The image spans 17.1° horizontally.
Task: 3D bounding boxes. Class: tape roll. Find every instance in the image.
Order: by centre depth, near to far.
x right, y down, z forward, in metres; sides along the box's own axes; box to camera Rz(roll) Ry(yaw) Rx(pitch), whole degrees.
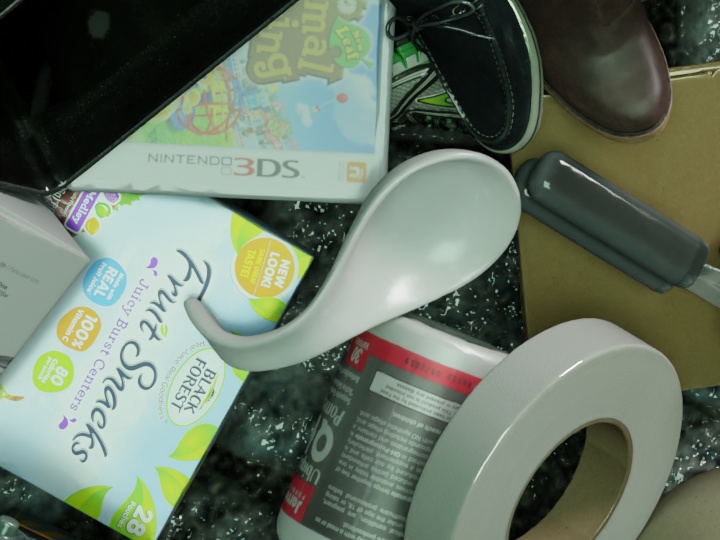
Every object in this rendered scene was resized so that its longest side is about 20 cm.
[{"bbox_3d":[0.107,0.124,1.374,0.037,0.203,0.203,32,93,36],"label":"tape roll"}]

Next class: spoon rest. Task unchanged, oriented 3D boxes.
[{"bbox_3d":[0.000,0.000,1.341,0.200,0.061,0.099,-29,135,8],"label":"spoon rest"}]

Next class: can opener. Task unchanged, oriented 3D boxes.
[{"bbox_3d":[0.180,-0.017,1.382,0.200,0.053,0.067,26,73,-16],"label":"can opener"}]

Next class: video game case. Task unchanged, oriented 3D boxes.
[{"bbox_3d":[-0.071,-0.141,1.347,0.182,0.022,0.200,3,95,-3],"label":"video game case"}]

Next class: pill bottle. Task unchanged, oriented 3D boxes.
[{"bbox_3d":[0.017,0.128,1.404,0.111,0.111,0.200,22,92,-3],"label":"pill bottle"}]

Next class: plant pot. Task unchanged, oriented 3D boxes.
[{"bbox_3d":[-0.182,-0.176,1.245,0.199,0.200,0.178,-37,72,17],"label":"plant pot"}]

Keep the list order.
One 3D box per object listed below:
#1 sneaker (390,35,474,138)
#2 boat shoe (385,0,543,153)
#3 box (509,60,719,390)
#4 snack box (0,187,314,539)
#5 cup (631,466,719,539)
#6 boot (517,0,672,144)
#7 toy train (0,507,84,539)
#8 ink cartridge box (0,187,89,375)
[{"bbox_3d":[0.057,-0.106,1.407,0.200,0.078,0.085,-20,94,-1],"label":"sneaker"},{"bbox_3d":[0.044,-0.153,1.318,0.062,0.075,0.200,-35,113,-38],"label":"boat shoe"},{"bbox_3d":[0.172,-0.021,1.412,0.163,0.021,0.200,-8,113,-2],"label":"box"},{"bbox_3d":[-0.145,0.036,1.415,0.168,0.068,0.200,30,93,-2],"label":"snack box"},{"bbox_3d":[0.249,0.222,1.400,0.200,0.143,0.201,0,94,-2],"label":"cup"},{"bbox_3d":[0.110,-0.173,1.295,0.072,0.166,0.200,-27,76,-2],"label":"boot"},{"bbox_3d":[-0.168,0.197,1.401,0.200,0.114,0.085,24,96,-2],"label":"toy train"},{"bbox_3d":[-0.266,0.018,1.355,0.200,0.146,0.084,-50,138,9],"label":"ink cartridge box"}]
